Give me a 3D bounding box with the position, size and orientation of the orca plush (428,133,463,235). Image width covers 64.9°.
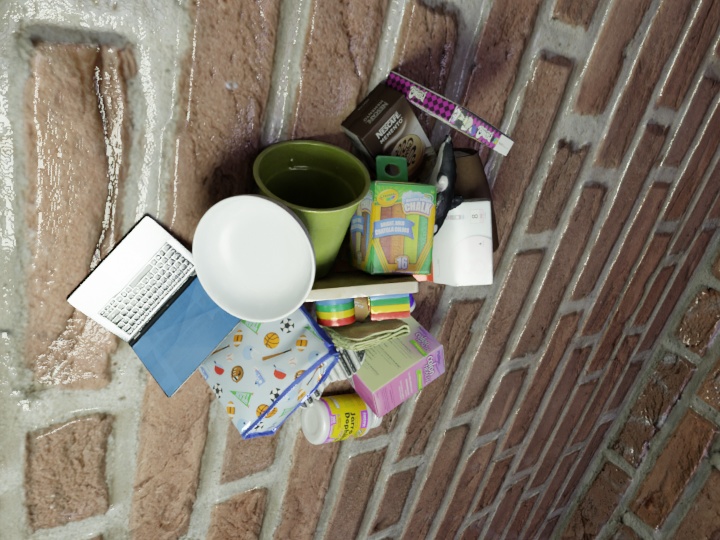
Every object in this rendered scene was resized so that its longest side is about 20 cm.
[{"bbox_3d":[0.161,-0.149,1.080,0.070,0.105,0.205,18,73,-16],"label":"orca plush"}]

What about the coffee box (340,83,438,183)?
[{"bbox_3d":[0.064,-0.236,1.082,0.113,0.080,0.200,-46,137,-2],"label":"coffee box"}]

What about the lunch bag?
[{"bbox_3d":[-0.148,0.149,0.952,0.201,0.170,0.123,-47,159,8],"label":"lunch bag"}]

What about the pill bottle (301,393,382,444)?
[{"bbox_3d":[-0.041,0.357,1.382,0.197,0.104,0.106,3,117,-40],"label":"pill bottle"}]

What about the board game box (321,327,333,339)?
[{"bbox_3d":[-0.158,0.165,1.121,0.198,0.062,0.200,-36,161,2],"label":"board game box"}]

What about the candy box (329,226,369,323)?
[{"bbox_3d":[0.000,0.000,1.151,0.113,0.056,0.202,22,117,-17],"label":"candy box"}]

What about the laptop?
[{"bbox_3d":[-0.327,0.058,0.913,0.188,0.116,0.200,-46,124,-3],"label":"laptop"}]

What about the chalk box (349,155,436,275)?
[{"bbox_3d":[0.056,-0.101,1.014,0.121,0.123,0.206,-1,99,-20],"label":"chalk box"}]

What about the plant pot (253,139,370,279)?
[{"bbox_3d":[-0.093,-0.091,0.995,0.196,0.201,0.193,-17,139,-29],"label":"plant pot"}]

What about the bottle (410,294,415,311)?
[{"bbox_3d":[0.070,0.027,1.274,0.083,0.066,0.201,-35,136,2],"label":"bottle"}]

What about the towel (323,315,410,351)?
[{"bbox_3d":[0.008,0.128,1.205,0.145,0.199,0.037,-13,96,-22],"label":"towel"}]

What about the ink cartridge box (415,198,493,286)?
[{"bbox_3d":[0.163,-0.053,1.128,0.194,0.057,0.167,-4,103,6],"label":"ink cartridge box"}]

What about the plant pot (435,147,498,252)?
[{"bbox_3d":[0.203,-0.149,1.201,0.184,0.186,0.205,-18,117,-28],"label":"plant pot"}]

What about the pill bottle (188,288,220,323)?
[{"bbox_3d":[-0.235,0.054,1.011,0.200,0.112,0.113,-45,136,-5],"label":"pill bottle"}]

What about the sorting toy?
[{"bbox_3d":[-0.003,0.047,1.022,0.193,0.200,0.072,-5,98,-2],"label":"sorting toy"}]

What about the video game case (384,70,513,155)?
[{"bbox_3d":[0.161,-0.289,1.039,0.179,0.200,0.036,13,113,-43],"label":"video game case"}]

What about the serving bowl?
[{"bbox_3d":[-0.159,-0.025,0.887,0.195,0.066,0.205,4,111,9],"label":"serving bowl"}]

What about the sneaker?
[{"bbox_3d":[-0.076,0.212,1.219,0.198,0.080,0.077,-30,106,-27],"label":"sneaker"}]

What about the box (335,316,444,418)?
[{"bbox_3d":[0.065,0.204,1.312,0.198,0.176,0.098,-31,134,-19],"label":"box"}]
